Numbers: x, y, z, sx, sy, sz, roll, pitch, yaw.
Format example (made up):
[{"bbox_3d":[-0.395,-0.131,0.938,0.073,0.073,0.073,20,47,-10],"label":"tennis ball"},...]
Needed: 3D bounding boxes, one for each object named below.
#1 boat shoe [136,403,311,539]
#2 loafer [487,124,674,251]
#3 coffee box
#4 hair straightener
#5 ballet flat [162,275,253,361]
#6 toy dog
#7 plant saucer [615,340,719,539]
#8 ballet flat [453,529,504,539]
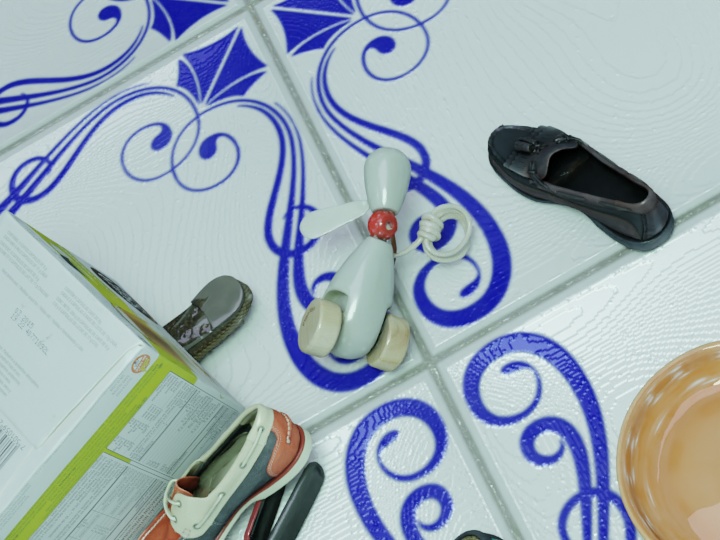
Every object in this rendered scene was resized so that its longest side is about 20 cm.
[{"bbox_3d":[-0.130,0.188,1.180,0.200,0.062,0.072,-42,40,16],"label":"boat shoe"},{"bbox_3d":[0.191,-0.089,1.238,0.199,0.063,0.072,33,77,33],"label":"loafer"},{"bbox_3d":[-0.259,0.110,1.189,0.199,0.198,0.201,40,88,29],"label":"coffee box"},{"bbox_3d":[-0.072,0.250,1.157,0.076,0.041,0.202,10,60,26],"label":"hair straightener"},{"bbox_3d":[-0.181,0.078,1.307,0.199,0.046,0.068,-39,64,3],"label":"ballet flat"},{"bbox_3d":[0.000,0.000,1.248,0.201,0.132,0.096,-58,20,-21],"label":"toy dog"},{"bbox_3d":[0.298,0.150,1.074,0.197,0.038,0.203,-9,58,15],"label":"plant saucer"},{"bbox_3d":[0.039,0.276,1.084,0.200,0.073,0.073,-42,55,-5],"label":"ballet flat"}]
